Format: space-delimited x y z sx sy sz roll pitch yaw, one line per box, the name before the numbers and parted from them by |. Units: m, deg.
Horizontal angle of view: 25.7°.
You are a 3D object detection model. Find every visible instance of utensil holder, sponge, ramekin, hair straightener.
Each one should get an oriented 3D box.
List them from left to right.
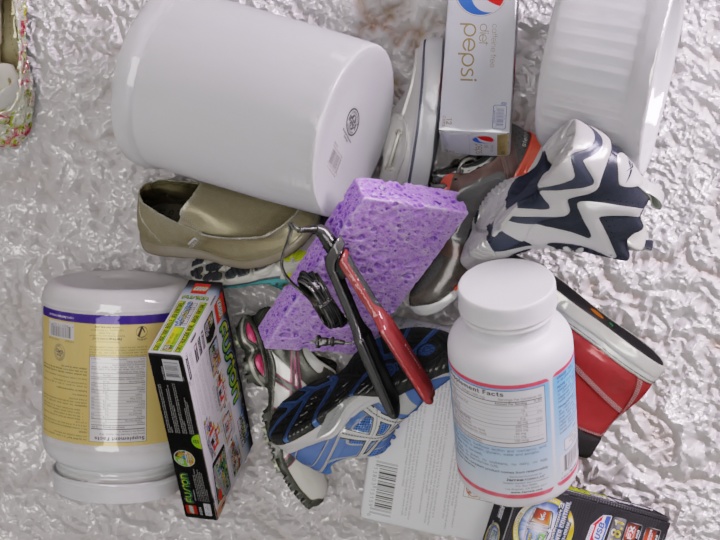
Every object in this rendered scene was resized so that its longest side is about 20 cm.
utensil holder | -0.092 -0.150 1.404 0.200 0.170 0.170 17 100 20
hair straightener | -0.016 0.045 1.362 0.077 0.041 0.200 -28 106 18
sponge | 0.000 0.000 1.419 0.111 0.030 0.200 7 134 -33
ramekin | 0.218 -0.185 1.373 0.098 0.200 0.201 13 100 13

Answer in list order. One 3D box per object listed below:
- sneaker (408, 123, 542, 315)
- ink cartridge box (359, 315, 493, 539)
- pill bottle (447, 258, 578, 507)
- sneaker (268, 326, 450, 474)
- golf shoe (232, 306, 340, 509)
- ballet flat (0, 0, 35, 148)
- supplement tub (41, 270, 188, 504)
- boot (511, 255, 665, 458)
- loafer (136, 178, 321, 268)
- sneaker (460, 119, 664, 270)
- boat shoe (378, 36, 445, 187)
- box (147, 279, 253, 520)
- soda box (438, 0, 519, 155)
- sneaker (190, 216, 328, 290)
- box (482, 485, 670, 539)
sneaker | 0.088 -0.055 1.459 0.082 0.077 0.200 31 89 -19
ink cartridge box | 0.097 0.156 1.491 0.173 0.044 0.200 11 108 10
pill bottle | 0.131 0.096 1.361 0.109 0.109 0.200 -2 120 8
sneaker | 0.015 0.119 1.451 0.200 0.076 0.077 -28 123 18
golf shoe | -0.056 0.129 1.513 0.088 0.077 0.200 -16 96 3
ballet flat | -0.352 -0.215 1.506 0.076 0.064 0.200 -2 99 7
supplement tub | -0.229 0.107 1.495 0.145 0.145 0.200 3 99 7
boot | 0.164 0.083 1.482 0.200 0.072 0.144 39 105 0
loafer | -0.131 -0.050 1.462 0.200 0.076 0.068 -1 134 29
sneaker | 0.181 -0.036 1.357 0.130 0.080 0.199 30 133 -13
boat shoe | 0.039 -0.120 1.468 0.066 0.072 0.200 10 110 5
box | -0.145 0.121 1.463 0.035 0.110 0.200 4 126 15
soda box | 0.109 -0.207 1.412 0.064 0.068 0.200 4 77 7
sneaker | -0.067 0.000 1.493 0.200 0.078 0.080 -3 136 21
box | 0.180 0.298 1.452 0.160 0.044 0.200 18 91 -18
